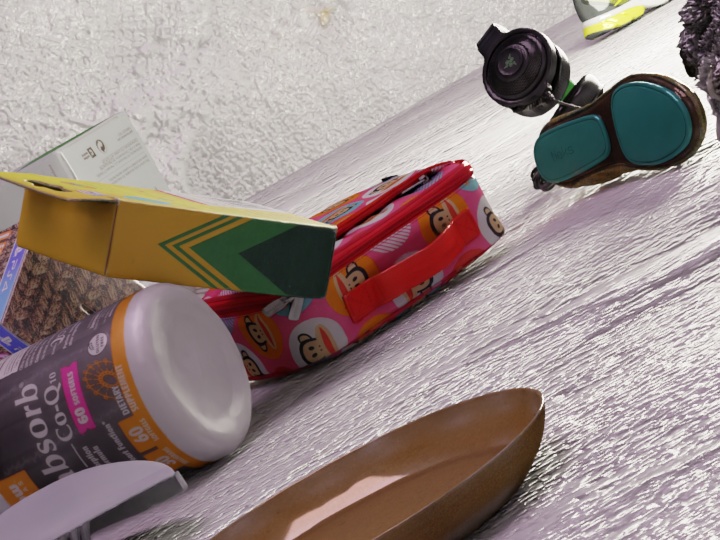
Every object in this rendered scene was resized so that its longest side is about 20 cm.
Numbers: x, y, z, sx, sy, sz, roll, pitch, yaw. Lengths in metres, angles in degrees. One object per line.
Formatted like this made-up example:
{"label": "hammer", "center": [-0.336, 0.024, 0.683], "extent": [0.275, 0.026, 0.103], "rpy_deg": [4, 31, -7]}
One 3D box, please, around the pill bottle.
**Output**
{"label": "pill bottle", "center": [-0.176, 0.095, 1.529], "extent": [0.199, 0.117, 0.116], "rpy_deg": [-26, 7, 25]}

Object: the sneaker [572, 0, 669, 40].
{"label": "sneaker", "center": [0.336, -0.355, 2.966], "extent": [0.199, 0.085, 0.074], "rpy_deg": [-32, 8, -29]}

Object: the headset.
{"label": "headset", "center": [0.147, -0.129, 1.962], "extent": [0.094, 0.123, 0.200], "rpy_deg": [-52, 22, 10]}

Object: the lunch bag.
{"label": "lunch bag", "center": [0.000, 0.000, 1.709], "extent": [0.199, 0.082, 0.176], "rpy_deg": [-34, 12, -28]}

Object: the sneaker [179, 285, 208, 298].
{"label": "sneaker", "center": [-0.054, -0.007, 1.864], "extent": [0.200, 0.100, 0.078], "rpy_deg": [-34, 8, -38]}

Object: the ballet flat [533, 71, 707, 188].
{"label": "ballet flat", "center": [0.196, -0.101, 1.716], "extent": [0.070, 0.071, 0.200], "rpy_deg": [-32, 7, -28]}

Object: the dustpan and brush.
{"label": "dustpan and brush", "center": [-0.170, 0.152, 1.398], "extent": [0.139, 0.058, 0.200], "rpy_deg": [-29, 13, -11]}

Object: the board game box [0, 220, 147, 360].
{"label": "board game box", "center": [-0.235, 0.069, 1.683], "extent": [0.199, 0.159, 0.097], "rpy_deg": [-23, 41, 39]}

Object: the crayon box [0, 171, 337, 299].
{"label": "crayon box", "center": [-0.132, -0.023, 1.570], "extent": [0.199, 0.051, 0.127], "rpy_deg": [7, 6, -34]}

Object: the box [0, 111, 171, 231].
{"label": "box", "center": [-0.372, -0.073, 3.286], "extent": [0.171, 0.201, 0.199], "rpy_deg": [-27, 7, 29]}

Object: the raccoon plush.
{"label": "raccoon plush", "center": [0.256, -0.179, 1.578], "extent": [0.096, 0.202, 0.134], "rpy_deg": [0, 11, 3]}

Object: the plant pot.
{"label": "plant pot", "center": [-0.003, 0.112, 1.062], "extent": [0.199, 0.028, 0.200], "rpy_deg": [-28, 6, 3]}
